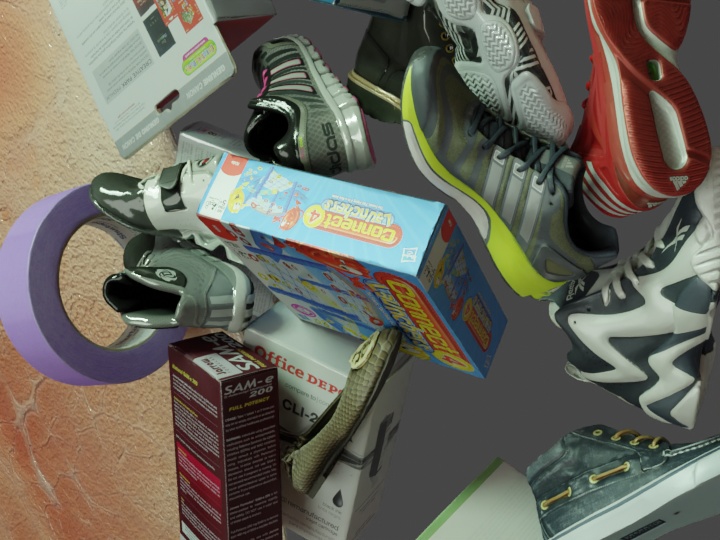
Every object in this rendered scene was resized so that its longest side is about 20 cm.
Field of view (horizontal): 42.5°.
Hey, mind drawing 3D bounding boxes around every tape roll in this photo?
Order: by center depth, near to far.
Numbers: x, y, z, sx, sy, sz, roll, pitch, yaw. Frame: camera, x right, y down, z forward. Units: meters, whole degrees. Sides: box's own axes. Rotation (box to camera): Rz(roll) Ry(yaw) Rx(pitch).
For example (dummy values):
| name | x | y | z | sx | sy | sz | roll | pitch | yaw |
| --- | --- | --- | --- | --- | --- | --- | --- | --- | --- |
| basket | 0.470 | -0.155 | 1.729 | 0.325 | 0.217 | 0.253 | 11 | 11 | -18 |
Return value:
| name | x | y | z | sx | sy | sz | roll | pitch | yaw |
| --- | --- | --- | --- | --- | --- | --- | --- | --- | --- |
| tape roll | -0.266 | 0.015 | 0.948 | 0.065 | 0.199 | 0.204 | -9 | 101 | 40 |

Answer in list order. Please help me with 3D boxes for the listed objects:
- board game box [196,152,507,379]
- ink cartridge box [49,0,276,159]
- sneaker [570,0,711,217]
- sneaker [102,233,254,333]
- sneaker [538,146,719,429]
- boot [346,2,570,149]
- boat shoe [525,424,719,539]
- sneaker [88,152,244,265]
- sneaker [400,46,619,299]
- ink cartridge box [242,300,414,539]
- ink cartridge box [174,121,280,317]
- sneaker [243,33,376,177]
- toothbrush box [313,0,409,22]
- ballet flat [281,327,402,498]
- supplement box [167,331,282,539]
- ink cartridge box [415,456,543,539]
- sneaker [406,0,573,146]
| name | x | y | z | sx | sy | sz | roll | pitch | yaw |
| --- | --- | --- | --- | --- | --- | --- | --- | --- | --- |
| board game box | 0.000 | 0.000 | 0.732 | 0.193 | 0.057 | 0.200 | 16 | 161 | 29 |
| ink cartridge box | -0.180 | -0.226 | 0.864 | 0.198 | 0.083 | 0.178 | -23 | 91 | 42 |
| sneaker | 0.165 | -0.133 | 0.622 | 0.116 | 0.077 | 0.204 | 138 | 133 | -70 |
| sneaker | -0.194 | 0.004 | 0.843 | 0.198 | 0.114 | 0.077 | 20 | 106 | 44 |
| sneaker | 0.190 | 0.006 | 0.653 | 0.128 | 0.080 | 0.202 | 13 | 125 | 26 |
| boot | 0.076 | -0.166 | 0.689 | 0.198 | 0.077 | 0.141 | 26 | 117 | 28 |
| boat shoe | 0.214 | 0.147 | 0.697 | 0.199 | 0.071 | 0.092 | -34 | 47 | 22 |
| sneaker | -0.152 | -0.074 | 0.847 | 0.196 | 0.074 | 0.090 | 15 | 120 | 5 |
| sneaker | 0.101 | -0.069 | 0.608 | 0.080 | 0.075 | 0.200 | -18 | 124 | 42 |
| ink cartridge box | -0.043 | 0.146 | 0.883 | 0.142 | 0.084 | 0.203 | 22 | 119 | 21 |
| ink cartridge box | -0.096 | -0.035 | 0.908 | 0.197 | 0.057 | 0.165 | 21 | 120 | 8 |
| sneaker | -0.063 | -0.133 | 0.764 | 0.201 | 0.086 | 0.075 | -126 | 22 | -46 |
| toothbrush box | -0.044 | -0.284 | 0.698 | 0.198 | 0.084 | 0.149 | 27 | 110 | 39 |
| ballet flat | -0.020 | 0.117 | 0.770 | 0.046 | 0.067 | 0.201 | 32 | 129 | 6 |
| supplement box | -0.121 | 0.170 | 0.834 | 0.108 | 0.060 | 0.204 | 22 | 118 | 52 |
| ink cartridge box | 0.150 | 0.250 | 0.736 | 0.198 | 0.145 | 0.049 | 32 | 127 | 25 |
| sneaker | 0.101 | -0.187 | 0.628 | 0.201 | 0.115 | 0.075 | 53 | 155 | -7 |
